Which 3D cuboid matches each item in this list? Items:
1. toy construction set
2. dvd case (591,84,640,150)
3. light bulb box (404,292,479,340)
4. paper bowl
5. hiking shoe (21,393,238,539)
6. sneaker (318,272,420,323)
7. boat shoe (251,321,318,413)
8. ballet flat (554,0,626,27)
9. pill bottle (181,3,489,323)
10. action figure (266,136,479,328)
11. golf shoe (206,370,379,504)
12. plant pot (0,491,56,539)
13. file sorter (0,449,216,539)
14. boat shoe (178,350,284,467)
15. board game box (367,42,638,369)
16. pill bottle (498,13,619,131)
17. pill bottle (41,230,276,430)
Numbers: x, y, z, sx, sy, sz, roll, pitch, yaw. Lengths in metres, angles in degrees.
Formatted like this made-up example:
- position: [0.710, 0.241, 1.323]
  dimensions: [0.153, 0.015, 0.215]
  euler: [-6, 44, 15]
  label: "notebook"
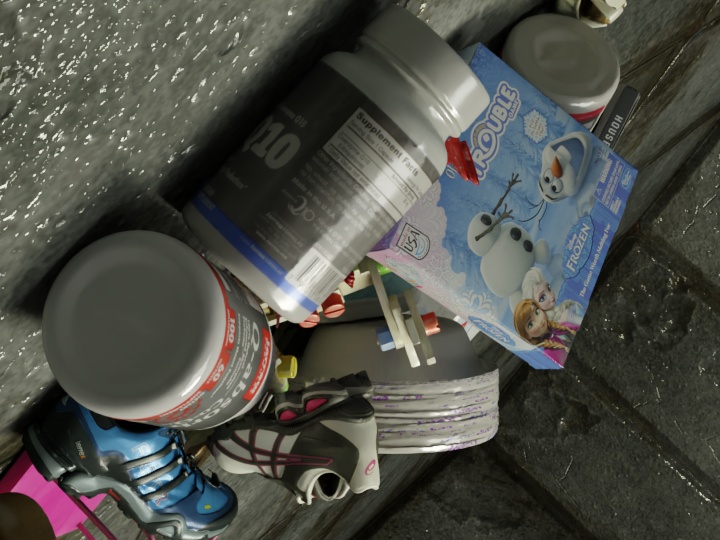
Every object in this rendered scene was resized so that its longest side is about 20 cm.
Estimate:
- position: [-0.037, 0.038, 0.940]
  dimensions: [0.199, 0.131, 0.092]
  euler: [-11, 144, -10]
  label: "toy construction set"
- position: [0.210, -0.124, 1.225]
  dimensions: [0.151, 0.025, 0.200]
  euler: [-64, -166, 1]
  label: "dvd case"
- position: [0.028, 0.076, 1.297]
  dimensions: [0.198, 0.125, 0.200]
  euler: [-49, 167, 11]
  label: "light bulb box"
- position: [0.026, 0.097, 1.064]
  dimensions: [0.201, 0.200, 0.105]
  euler: [-11, 101, -67]
  label: "paper bowl"
- position: [-0.156, 0.146, 0.890]
  dimensions: [0.087, 0.074, 0.200]
  euler: [-49, 133, 7]
  label: "hiking shoe"
- position: [0.000, 0.000, 1.088]
  dimensions: [0.200, 0.074, 0.082]
  euler: [-10, 105, -61]
  label: "sneaker"
- position: [-0.057, 0.077, 1.169]
  dimensions: [0.201, 0.066, 0.072]
  euler: [-46, 163, -6]
  label: "boat shoe"
- position: [0.213, -0.252, 1.061]
  dimensions: [0.067, 0.062, 0.200]
  euler: [-48, 167, 6]
  label: "ballet flat"
- position: [-0.014, -0.073, 0.778]
  dimensions: [0.200, 0.114, 0.114]
  euler: [-47, 166, 0]
  label: "pill bottle"
- position: [-0.006, -0.022, 0.861]
  dimensions: [0.199, 0.099, 0.065]
  euler: [-17, 173, 15]
  label: "action figure"
- position: [-0.056, 0.143, 0.899]
  dimensions: [0.077, 0.088, 0.200]
  euler: [-9, 167, -35]
  label: "golf shoe"
- position: [-0.275, 0.253, 0.814]
  dimensions: [0.027, 0.200, 0.200]
  euler: [23, 114, -40]
  label: "plant pot"
- position: [-0.219, 0.223, 0.971]
  dimensions: [0.139, 0.125, 0.200]
  euler: [-50, 166, 12]
  label: "file sorter"
- position: [-0.130, 0.109, 1.040]
  dimensions: [0.074, 0.066, 0.200]
  euler: [-55, 176, 26]
  label: "boat shoe"
- position: [0.124, -0.051, 0.974]
  dimensions: [0.043, 0.199, 0.200]
  euler: [-10, -128, 59]
  label: "board game box"
- position: [0.162, -0.141, 1.121]
  dimensions: [0.111, 0.111, 0.200]
  euler: [-38, 164, -31]
  label: "pill bottle"
- position: [-0.124, 0.048, 0.785]
  dimensions: [0.116, 0.116, 0.200]
  euler: [-46, 166, -1]
  label: "pill bottle"
